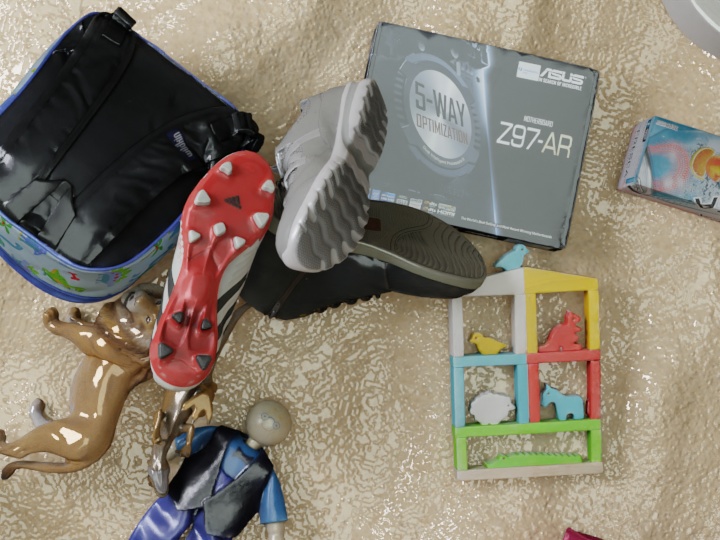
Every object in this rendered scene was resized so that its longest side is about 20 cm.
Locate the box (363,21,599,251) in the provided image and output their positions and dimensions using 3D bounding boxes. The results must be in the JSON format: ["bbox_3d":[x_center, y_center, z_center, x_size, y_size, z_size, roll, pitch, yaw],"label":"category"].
[{"bbox_3d":[0.094,-0.114,1.507,0.199,0.044,0.161,13,87,-4],"label":"box"}]

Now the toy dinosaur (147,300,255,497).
[{"bbox_3d":[-0.137,0.087,1.442,0.060,0.106,0.201,30,83,-2],"label":"toy dinosaur"}]

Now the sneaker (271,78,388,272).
[{"bbox_3d":[-0.037,-0.072,1.416,0.082,0.200,0.075,-5,131,24],"label":"sneaker"}]

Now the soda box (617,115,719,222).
[{"bbox_3d":[0.330,-0.072,1.513,0.199,0.068,0.064,16,86,-5],"label":"soda box"}]

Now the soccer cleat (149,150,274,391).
[{"bbox_3d":[-0.121,0.001,1.370,0.068,0.085,0.201,19,73,-11],"label":"soccer cleat"}]

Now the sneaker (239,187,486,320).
[{"bbox_3d":[0.000,0.000,1.473,0.199,0.075,0.106,16,130,-9],"label":"sneaker"}]

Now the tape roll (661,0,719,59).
[{"bbox_3d":[0.358,-0.281,1.525,0.201,0.071,0.204,0,88,-5],"label":"tape roll"}]

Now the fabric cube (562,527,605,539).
[{"bbox_3d":[0.247,0.341,1.424,0.199,0.200,0.197,21,87,-4],"label":"fabric cube"}]

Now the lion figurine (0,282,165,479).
[{"bbox_3d":[-0.218,0.098,1.439,0.122,0.072,0.201,21,92,22],"label":"lion figurine"}]

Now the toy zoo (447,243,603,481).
[{"bbox_3d":[0.142,0.078,1.503,0.130,0.020,0.201,-2,95,-6],"label":"toy zoo"}]

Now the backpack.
[{"bbox_3d":[-0.214,-0.078,1.413,0.183,0.147,0.200,39,62,-2],"label":"backpack"}]

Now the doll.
[{"bbox_3d":[-0.122,0.197,1.471,0.136,0.048,0.200,33,80,7],"label":"doll"}]
